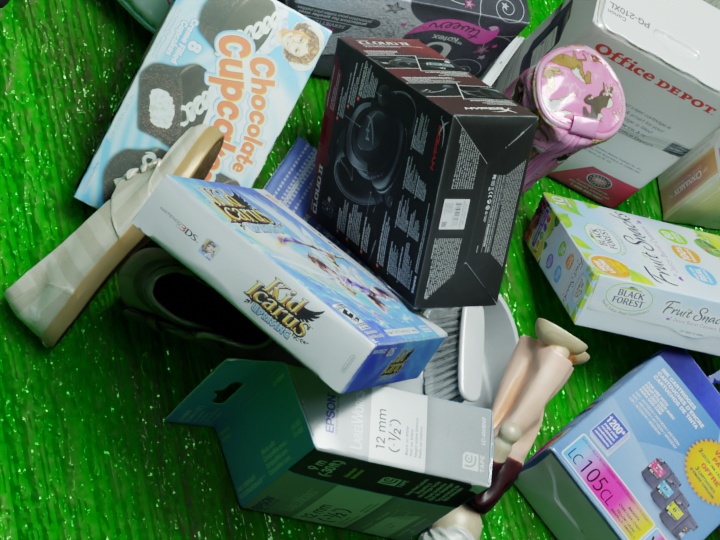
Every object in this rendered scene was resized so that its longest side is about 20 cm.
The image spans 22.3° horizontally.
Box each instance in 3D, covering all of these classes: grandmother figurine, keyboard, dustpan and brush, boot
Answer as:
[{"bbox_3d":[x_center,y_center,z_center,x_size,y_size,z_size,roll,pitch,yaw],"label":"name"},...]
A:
[{"bbox_3d":[0.104,0.138,1.375,0.061,0.121,0.200,27,81,24],"label":"grandmother figurine"},{"bbox_3d":[0.079,-0.123,1.507,0.011,0.056,0.200,38,52,-4],"label":"keyboard"},{"bbox_3d":[0.082,0.035,1.409,0.139,0.057,0.200,23,64,-38],"label":"dustpan and brush"},{"bbox_3d":[-0.079,0.036,1.306,0.200,0.146,0.070,16,89,-13],"label":"boot"}]

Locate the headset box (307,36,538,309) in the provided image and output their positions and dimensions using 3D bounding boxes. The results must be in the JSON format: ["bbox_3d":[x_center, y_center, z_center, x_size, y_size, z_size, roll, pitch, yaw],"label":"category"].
[{"bbox_3d":[0.036,-0.080,1.361,0.077,0.149,0.200,-1,24,-28],"label":"headset box"}]

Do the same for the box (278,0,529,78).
[{"bbox_3d":[0.019,-0.230,1.490,0.200,0.132,0.115,7,63,-24],"label":"box"}]

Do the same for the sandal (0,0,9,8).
[{"bbox_3d":[-0.328,-0.283,1.392,0.201,0.075,0.048,56,31,-3],"label":"sandal"}]

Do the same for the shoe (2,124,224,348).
[{"bbox_3d":[-0.175,-0.035,1.311,0.053,0.070,0.200,40,82,1],"label":"shoe"}]

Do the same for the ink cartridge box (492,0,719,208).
[{"bbox_3d":[0.210,-0.152,1.507,0.145,0.200,0.084,26,58,-14],"label":"ink cartridge box"}]

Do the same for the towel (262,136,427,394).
[{"bbox_3d":[0.000,0.000,1.441,0.200,0.024,0.145,36,56,-7],"label":"towel"}]

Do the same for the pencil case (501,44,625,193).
[{"bbox_3d":[0.128,-0.101,1.444,0.083,0.200,0.087,-24,80,-33],"label":"pencil case"}]

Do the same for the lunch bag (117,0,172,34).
[{"bbox_3d":[-0.162,-0.291,1.418,0.200,0.160,0.077,49,31,3],"label":"lunch bag"}]

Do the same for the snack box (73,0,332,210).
[{"bbox_3d":[-0.118,-0.118,1.369,0.116,0.037,0.200,27,91,-12],"label":"snack box"}]

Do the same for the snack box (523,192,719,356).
[{"bbox_3d":[0.249,0.008,1.500,0.200,0.053,0.142,12,24,-20],"label":"snack box"}]

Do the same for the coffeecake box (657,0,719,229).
[{"bbox_3d":[0.320,-0.159,1.593,0.073,0.154,0.200,7,65,-23],"label":"coffeecake box"}]

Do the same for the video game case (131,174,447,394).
[{"bbox_3d":[-0.042,0.008,1.253,0.181,0.200,0.045,37,99,13],"label":"video game case"}]

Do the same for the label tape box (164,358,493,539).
[{"bbox_3d":[-0.026,0.129,1.296,0.200,0.143,0.066,13,62,-21],"label":"label tape box"}]

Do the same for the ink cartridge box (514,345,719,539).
[{"bbox_3d":[0.236,0.152,1.457,0.200,0.076,0.137,-35,86,-35],"label":"ink cartridge box"}]
